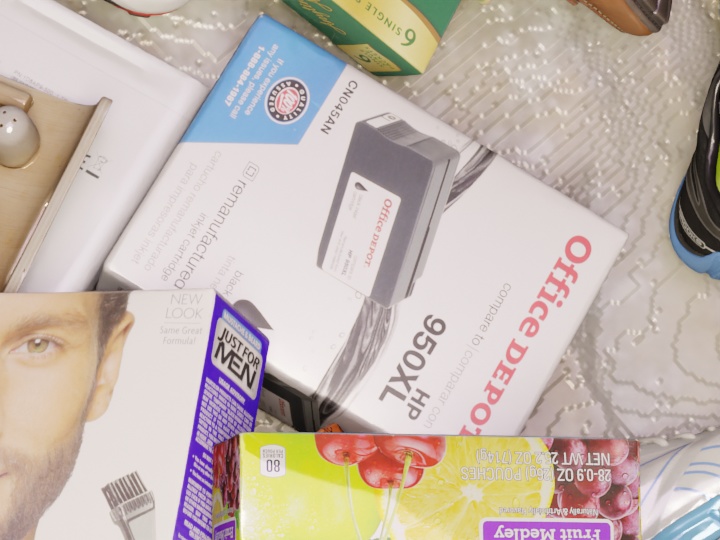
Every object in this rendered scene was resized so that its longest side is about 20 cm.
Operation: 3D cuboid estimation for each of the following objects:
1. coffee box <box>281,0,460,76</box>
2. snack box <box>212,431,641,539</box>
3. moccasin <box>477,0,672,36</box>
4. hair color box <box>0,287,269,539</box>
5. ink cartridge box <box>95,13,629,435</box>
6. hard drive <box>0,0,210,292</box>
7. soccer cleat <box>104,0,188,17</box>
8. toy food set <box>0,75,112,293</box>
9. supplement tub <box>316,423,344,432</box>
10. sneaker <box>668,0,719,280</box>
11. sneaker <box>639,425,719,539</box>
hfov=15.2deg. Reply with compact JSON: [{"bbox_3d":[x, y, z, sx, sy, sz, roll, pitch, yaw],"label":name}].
[{"bbox_3d":[0.022,-0.205,1.278,0.123,0.044,0.200,38,72,-31],"label":"coffee box"},{"bbox_3d":[0.027,0.167,1.076,0.169,0.068,0.200,1,81,-13],"label":"snack box"},{"bbox_3d":[0.080,-0.167,1.254,0.201,0.078,0.074,26,62,-47],"label":"moccasin"},{"bbox_3d":[-0.112,0.110,1.118,0.109,0.065,0.200,-2,64,23],"label":"hair color box"},{"bbox_3d":[0.000,0.000,1.232,0.200,0.084,0.145,31,74,-1],"label":"ink cartridge box"},{"bbox_3d":[-0.176,-0.031,1.236,0.132,0.027,0.200,29,74,5],"label":"hard drive"},{"bbox_3d":[-0.163,-0.178,1.247,0.200,0.085,0.069,24,75,-3],"label":"soccer cleat"},{"bbox_3d":[-0.229,-0.050,1.193,0.200,0.060,0.144,22,73,6],"label":"toy food set"},{"bbox_3d":[0.009,0.174,1.174,0.123,0.123,0.200,-35,85,-15],"label":"supplement tub"},{"bbox_3d":[0.201,-0.092,1.286,0.071,0.083,0.200,18,75,-5],"label":"sneaker"},{"bbox_3d":[0.130,0.100,1.238,0.200,0.075,0.087,-40,80,-15],"label":"sneaker"}]
